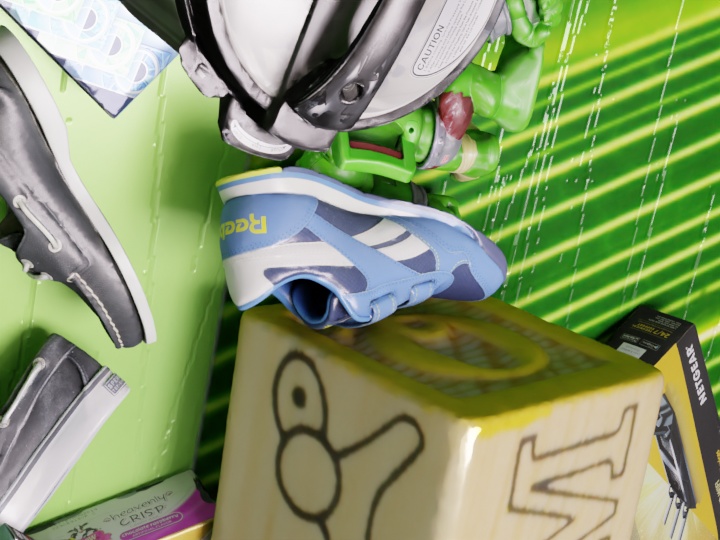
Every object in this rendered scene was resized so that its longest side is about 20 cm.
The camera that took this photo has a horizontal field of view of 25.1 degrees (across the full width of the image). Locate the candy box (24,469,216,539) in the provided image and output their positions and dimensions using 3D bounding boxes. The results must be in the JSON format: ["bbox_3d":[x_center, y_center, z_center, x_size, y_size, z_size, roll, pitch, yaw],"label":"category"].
[{"bbox_3d":[-0.145,0.244,1.047,0.136,0.061,0.201,-20,122,-20],"label":"candy box"}]

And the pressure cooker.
[{"bbox_3d":[-0.025,-0.159,0.766,0.178,0.200,0.177,-27,125,-17],"label":"pressure cooker"}]

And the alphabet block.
[{"bbox_3d":[0.041,0.135,0.982,0.196,0.195,0.201,-9,115,-47],"label":"alphabet block"}]

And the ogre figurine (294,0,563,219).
[{"bbox_3d":[0.033,-0.092,0.949,0.119,0.099,0.200,1,158,-24],"label":"ogre figurine"}]

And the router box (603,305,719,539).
[{"bbox_3d":[0.198,0.152,1.180,0.157,0.052,0.201,-42,129,-25],"label":"router box"}]

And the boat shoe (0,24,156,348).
[{"bbox_3d":[-0.175,-0.034,0.884,0.060,0.076,0.201,-31,114,-14],"label":"boat shoe"}]

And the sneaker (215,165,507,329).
[{"bbox_3d":[0.000,0.000,0.946,0.199,0.074,0.083,13,70,-32],"label":"sneaker"}]

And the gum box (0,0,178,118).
[{"bbox_3d":[-0.118,-0.209,0.841,0.200,0.045,0.170,-46,128,-3],"label":"gum box"}]

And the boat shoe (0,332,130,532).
[{"bbox_3d":[-0.220,0.126,0.942,0.068,0.072,0.200,38,94,-2],"label":"boat shoe"}]

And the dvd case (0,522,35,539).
[{"bbox_3d":[-0.187,0.244,0.961,0.146,0.022,0.200,-47,134,2],"label":"dvd case"}]
